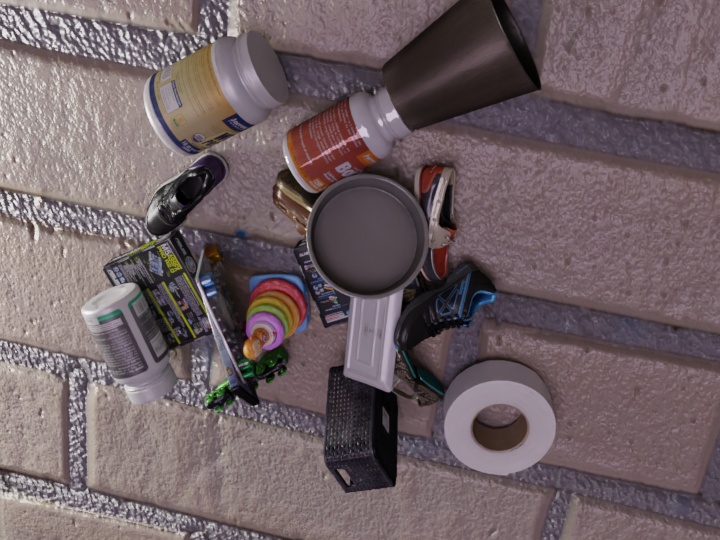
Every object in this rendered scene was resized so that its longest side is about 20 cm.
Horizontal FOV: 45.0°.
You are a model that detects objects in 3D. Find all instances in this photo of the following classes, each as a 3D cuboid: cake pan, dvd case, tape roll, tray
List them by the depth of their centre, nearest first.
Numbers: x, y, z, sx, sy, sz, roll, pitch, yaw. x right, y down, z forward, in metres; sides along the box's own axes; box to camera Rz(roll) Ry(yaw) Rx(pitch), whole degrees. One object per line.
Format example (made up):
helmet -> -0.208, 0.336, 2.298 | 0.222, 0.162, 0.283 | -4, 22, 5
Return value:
cake pan -> 0.010, -0.052, 1.396 | 0.197, 0.037, 0.203 | 1, 81, -7
tray -> 0.016, 0.101, 1.479 | 0.106, 0.022, 0.203 | 15, 107, 33
dvd case -> -0.230, 0.132, 1.530 | 0.017, 0.143, 0.202 | -22, 69, 0
tape roll -> 0.247, 0.265, 1.560 | 0.199, 0.071, 0.205 | 1, 116, 3

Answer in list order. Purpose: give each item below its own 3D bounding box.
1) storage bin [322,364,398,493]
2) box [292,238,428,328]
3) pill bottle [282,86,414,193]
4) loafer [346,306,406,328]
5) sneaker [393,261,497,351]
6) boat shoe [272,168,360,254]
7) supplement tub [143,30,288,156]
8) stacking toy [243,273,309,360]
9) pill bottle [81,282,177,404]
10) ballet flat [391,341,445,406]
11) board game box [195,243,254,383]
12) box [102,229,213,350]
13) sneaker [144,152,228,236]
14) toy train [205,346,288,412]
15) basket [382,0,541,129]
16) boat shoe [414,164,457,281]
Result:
storage bin -> 0.004, 0.275, 1.544 | 0.093, 0.202, 0.136 | -11, 137, 17
box -> 0.000, 0.000, 1.520 | 0.198, 0.046, 0.161 | -17, 109, 18
pill bottle -> -0.017, -0.214, 1.392 | 0.198, 0.112, 0.113 | -25, 107, 21
loafer -> 0.076, 0.098, 1.546 | 0.197, 0.072, 0.063 | -8, 136, 22
sneaker -> 0.139, 0.069, 1.446 | 0.200, 0.082, 0.073 | -41, 146, -11
boat shoe -> -0.072, -0.086, 1.469 | 0.200, 0.072, 0.068 | 43, 129, 16
supplement tub -> -0.229, -0.283, 1.388 | 0.198, 0.145, 0.146 | -21, 108, 20
stacking toy -> -0.162, 0.094, 1.511 | 0.108, 0.200, 0.118 | 1, 113, 12
pill bottle -> -0.416, 0.135, 1.585 | 0.112, 0.113, 0.202 | -14, 110, 17
ballet flat -> 0.079, 0.187, 1.541 | 0.075, 0.068, 0.200 | -31, 132, 11
board game box -> -0.230, 0.069, 1.520 | 0.026, 0.200, 0.202 | -21, 109, 1
box -> -0.362, 0.045, 1.620 | 0.159, 0.044, 0.202 | -21, 108, 19
sneaker -> -0.319, -0.125, 1.510 | 0.076, 0.088, 0.200 | 45, 115, -10
toy train -> -0.217, 0.207, 1.654 | 0.199, 0.057, 0.042 | -31, 120, 22
basket -> 0.144, -0.306, 1.309 | 0.198, 0.136, 0.182 | -25, 103, 25
boat shoe -> 0.130, -0.076, 1.441 | 0.062, 0.071, 0.203 | 6, 110, 29
